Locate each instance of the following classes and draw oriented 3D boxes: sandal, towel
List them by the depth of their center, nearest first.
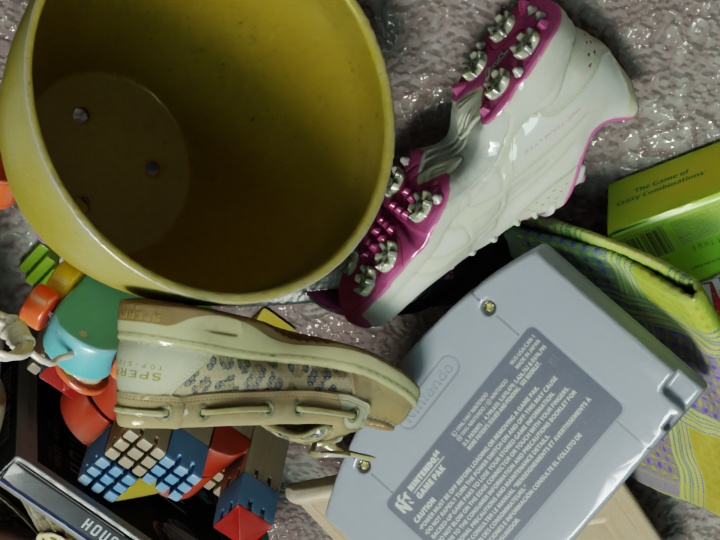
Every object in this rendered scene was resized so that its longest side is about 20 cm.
[{"bbox_3d":[0.156,0.059,1.146,0.143,0.023,0.201,24,149,41],"label":"towel"},{"bbox_3d":[0.000,0.001,1.162,0.199,0.048,0.076,-5,129,7],"label":"sandal"}]

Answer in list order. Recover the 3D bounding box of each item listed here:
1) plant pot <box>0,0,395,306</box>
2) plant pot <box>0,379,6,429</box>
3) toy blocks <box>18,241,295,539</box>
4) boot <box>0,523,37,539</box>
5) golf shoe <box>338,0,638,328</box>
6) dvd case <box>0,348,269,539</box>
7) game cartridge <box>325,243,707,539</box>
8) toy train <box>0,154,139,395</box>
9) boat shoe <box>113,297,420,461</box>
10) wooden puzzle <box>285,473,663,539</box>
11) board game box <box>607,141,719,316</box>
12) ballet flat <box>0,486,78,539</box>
[{"bbox_3d":[-0.102,-0.069,1.053,0.200,0.201,0.142,35,153,-19],"label":"plant pot"},{"bbox_3d":[-0.273,0.076,1.134,0.134,0.200,0.201,-37,118,4],"label":"plant pot"},{"bbox_3d":[-0.114,0.078,1.186,0.200,0.137,0.100,36,125,-19],"label":"toy blocks"},{"bbox_3d":[-0.191,0.164,1.301,0.199,0.065,0.187,-5,142,22],"label":"boot"},{"bbox_3d":[0.067,-0.041,1.088,0.091,0.075,0.200,27,111,-28],"label":"golf shoe"},{"bbox_3d":[-0.129,0.134,1.227,0.200,0.150,0.025,39,103,-22],"label":"dvd case"},{"bbox_3d":[0.074,0.090,1.117,0.133,0.041,0.200,43,113,13],"label":"game cartridge"},{"bbox_3d":[-0.180,-0.002,1.114,0.149,0.201,0.056,7,129,-28],"label":"toy train"},{"bbox_3d":[-0.048,0.061,1.039,0.073,0.063,0.199,3,169,44],"label":"boat shoe"},{"bbox_3d":[0.076,0.143,1.247,0.184,0.047,0.200,-12,147,21],"label":"wooden puzzle"},{"bbox_3d":[0.242,-0.031,1.106,0.199,0.048,0.102,-21,123,23],"label":"board game box"},{"bbox_3d":[-0.225,0.116,1.236,0.200,0.046,0.067,39,153,12],"label":"ballet flat"}]
